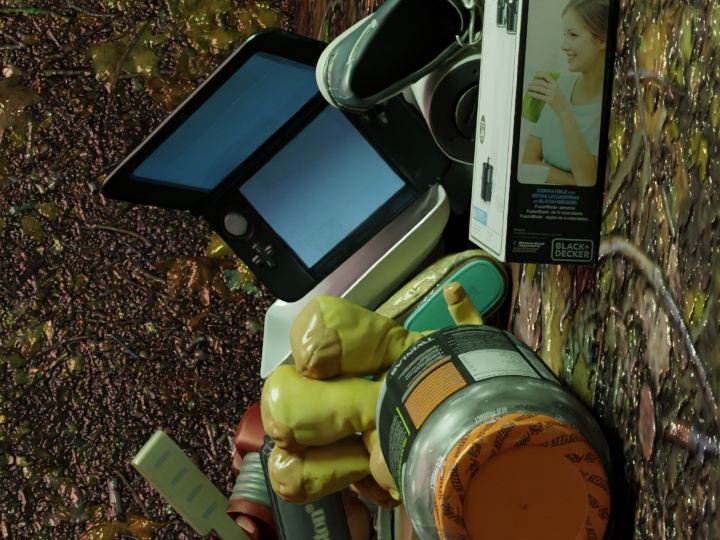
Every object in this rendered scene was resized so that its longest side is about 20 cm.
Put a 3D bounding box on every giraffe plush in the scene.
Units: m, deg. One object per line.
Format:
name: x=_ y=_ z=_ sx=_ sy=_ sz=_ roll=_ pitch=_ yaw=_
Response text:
giraffe plush: x=0.045 y=0.116 z=1.214 sx=0.162 sy=0.198 sz=0.174 roll=-132 pitch=34 yaw=-55

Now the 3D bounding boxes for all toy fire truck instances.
toy fire truck: x=-0.097 y=0.177 z=1.423 sx=0.201 sy=0.127 sz=0.177 roll=84 pitch=-158 yaw=-58

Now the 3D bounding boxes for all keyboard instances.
keyboard: x=0.018 y=0.274 z=1.334 sx=0.056 sy=0.011 sz=0.202 roll=102 pitch=169 yaw=-57

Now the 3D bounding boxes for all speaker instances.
speaker: x=0.076 y=-0.147 z=1.322 sx=0.200 sy=0.080 sz=0.082 roll=-105 pitch=19 yaw=-68

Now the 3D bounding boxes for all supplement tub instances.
supplement tub: x=0.078 y=0.110 z=1.035 sx=0.200 sy=0.121 sz=0.124 roll=-119 pitch=32 yaw=-77

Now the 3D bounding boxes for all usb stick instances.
usb stick: x=-0.031 y=0.216 z=1.327 sx=0.033 sy=0.055 sz=0.202 roll=-136 pitch=32 yaw=-76

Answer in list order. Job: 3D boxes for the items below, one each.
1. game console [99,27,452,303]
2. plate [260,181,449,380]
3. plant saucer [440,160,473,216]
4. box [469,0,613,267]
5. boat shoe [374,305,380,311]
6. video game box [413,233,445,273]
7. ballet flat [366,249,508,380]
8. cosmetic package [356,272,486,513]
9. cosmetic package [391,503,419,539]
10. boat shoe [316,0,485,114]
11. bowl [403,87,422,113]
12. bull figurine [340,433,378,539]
game console: x=-0.062 y=-0.072 z=1.322 sx=0.200 sy=0.176 sz=0.116 roll=-39 pitch=6 yaw=28
plate: x=0.000 y=0.000 z=1.401 sx=0.200 sy=0.032 sz=0.200 roll=-44 pitch=12 yaw=8
plant saucer: x=0.074 y=-0.149 z=1.520 sx=0.201 sy=0.038 sz=0.203 roll=-178 pitch=90 yaw=-83
box: x=0.112 y=-0.110 z=1.090 sx=0.117 sy=0.059 sz=0.202 roll=-125 pitch=38 yaw=-79
boat shoe: x=-0.015 y=0.029 z=1.570 sx=0.069 sy=0.083 sz=0.202 roll=-158 pitch=68 yaw=-72
video game box: x=0.046 y=0.011 z=1.615 sx=0.183 sy=0.046 sz=0.202 roll=-101 pitch=10 yaw=-55
ballet flat: x=0.025 y=0.054 z=1.316 sx=0.071 sy=0.199 sz=0.071 roll=51 pitch=176 yaw=4
cosmetic package: x=0.048 y=0.106 z=1.450 sx=0.201 sy=0.084 sz=0.108 roll=99 pitch=174 yaw=-47
cosmetic package: x=0.058 y=0.244 z=1.360 sx=0.105 sy=0.070 sz=0.202 roll=-100 pitch=14 yaw=-64
boat shoe: x=0.055 y=-0.183 z=1.220 sx=0.075 sy=0.199 sz=0.062 roll=57 pitch=169 yaw=-20
bowl: x=-0.026 y=-0.095 z=1.495 sx=0.075 sy=0.199 sz=0.200 roll=56 pitch=-171 yaw=-14
bull figurine: x=-0.018 y=0.231 z=1.414 sx=0.121 sy=0.064 sz=0.202 roll=33 pitch=-115 yaw=-69
